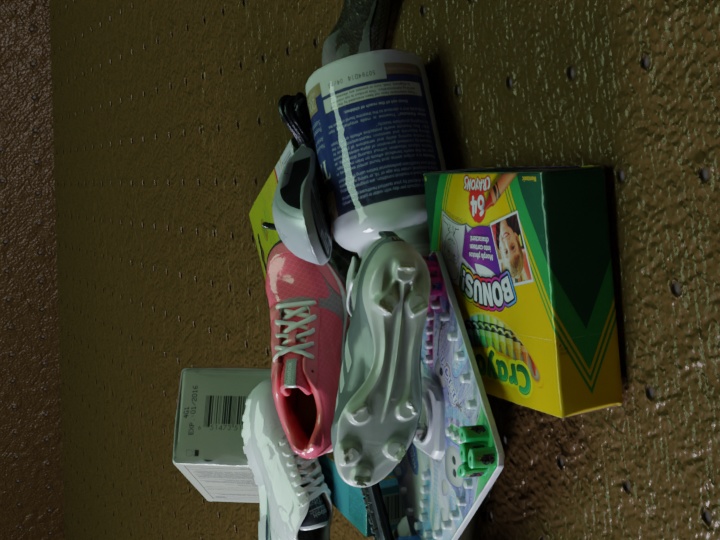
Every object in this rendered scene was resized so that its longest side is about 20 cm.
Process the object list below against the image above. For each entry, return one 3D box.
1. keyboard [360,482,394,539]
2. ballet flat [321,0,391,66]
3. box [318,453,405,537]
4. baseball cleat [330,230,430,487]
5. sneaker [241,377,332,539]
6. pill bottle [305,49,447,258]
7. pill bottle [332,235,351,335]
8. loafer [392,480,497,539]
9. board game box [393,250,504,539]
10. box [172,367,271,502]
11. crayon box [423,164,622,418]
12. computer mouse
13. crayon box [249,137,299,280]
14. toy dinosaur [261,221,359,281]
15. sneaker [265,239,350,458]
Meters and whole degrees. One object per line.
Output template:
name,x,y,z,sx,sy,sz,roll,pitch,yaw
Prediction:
keyboard,0.015,0.215,1.142,0.127,0.020,0.202,73,-177,-85
ballet flat,0.004,-0.239,1.239,0.067,0.046,0.201,36,144,19
box,0.003,0.204,1.320,0.200,0.082,0.050,-153,60,-64
baseball cleat,0.015,0.069,1.047,0.106,0.069,0.201,-127,49,-70
sneaker,-0.064,0.206,1.302,0.080,0.076,0.202,-8,93,57
pill bottle,0.021,-0.082,1.144,0.111,0.110,0.202,145,116,-66
pill bottle,-0.021,0.066,1.297,0.111,0.110,0.201,109,146,-48
loafer,0.085,0.220,1.151,0.070,0.075,0.201,56,151,24
board game box,0.050,0.121,1.068,0.201,0.026,0.201,111,151,-49
box,-0.127,0.190,1.471,0.200,0.127,0.110,79,-167,-69
crayon box,0.119,0.009,0.998,0.200,0.058,0.174,-170,75,-69
computer mouse,-0.053,-0.072,1.162,0.200,0.044,0.110,-87,-17,-59
crayon box,-0.070,-0.052,1.463,0.200,0.050,0.128,133,127,-62
toy dinosaur,0.000,0.000,1.225,0.048,0.199,0.088,-56,3,8
sneaker,-0.047,0.072,1.157,0.087,0.073,0.202,-29,-70,-72
